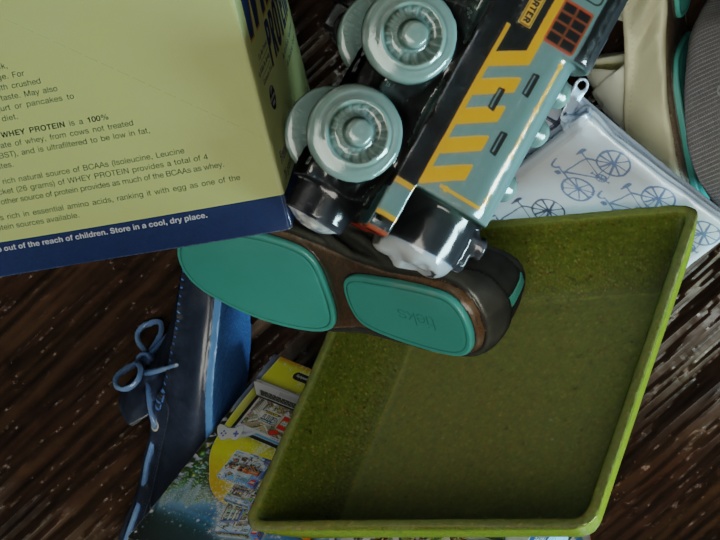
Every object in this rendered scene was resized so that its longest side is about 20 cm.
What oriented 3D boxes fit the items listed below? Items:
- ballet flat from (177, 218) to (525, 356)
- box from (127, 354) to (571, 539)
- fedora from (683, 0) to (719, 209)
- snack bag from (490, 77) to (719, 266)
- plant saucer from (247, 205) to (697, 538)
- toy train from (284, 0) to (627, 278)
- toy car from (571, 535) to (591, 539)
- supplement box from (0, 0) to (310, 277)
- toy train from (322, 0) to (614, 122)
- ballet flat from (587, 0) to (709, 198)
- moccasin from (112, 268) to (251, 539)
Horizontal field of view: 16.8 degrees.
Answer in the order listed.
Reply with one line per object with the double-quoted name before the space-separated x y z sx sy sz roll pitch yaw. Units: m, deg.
"ballet flat" 0.000 0.000 1.255 0.200 0.068 0.068 15 132 33
"box" -0.003 0.133 1.266 0.200 0.137 0.038 21 149 33
"fedora" 0.226 -0.102 1.255 0.090 0.177 0.201 8 87 34
"snack bag" 0.068 -0.041 1.284 0.200 0.021 0.189 39 138 -10
"plant saucer" 0.065 0.062 1.225 0.200 0.200 0.048 -4 137 34
"toy train" 0.046 -0.095 1.167 0.114 0.085 0.200 29 86 -12
"toy car" 0.041 0.185 1.314 0.176 0.200 0.185 -16 107 7
"supplement box" -0.142 -0.121 1.211 0.199 0.134 0.200 -10 115 10
"toy train" 0.072 -0.095 1.309 0.200 0.034 0.046 32 87 -8
"ballet flat" 0.148 -0.127 1.284 0.069 0.069 0.201 -4 105 3
"moccasin" -0.105 0.077 1.348 0.068 0.080 0.201 11 105 13
